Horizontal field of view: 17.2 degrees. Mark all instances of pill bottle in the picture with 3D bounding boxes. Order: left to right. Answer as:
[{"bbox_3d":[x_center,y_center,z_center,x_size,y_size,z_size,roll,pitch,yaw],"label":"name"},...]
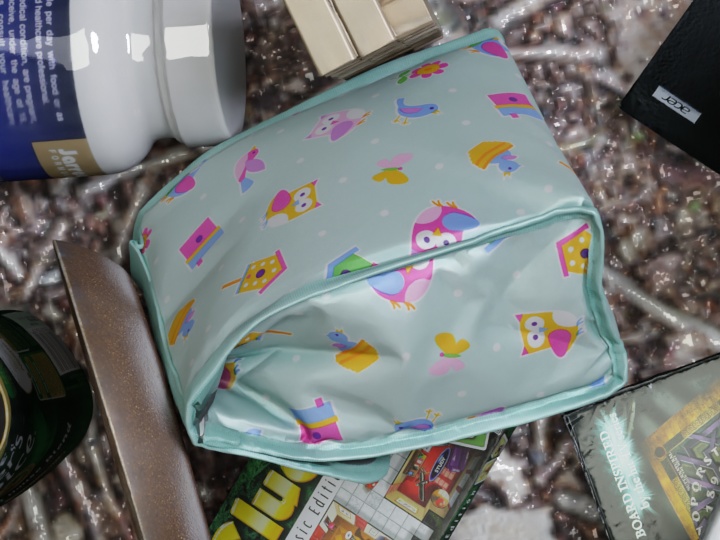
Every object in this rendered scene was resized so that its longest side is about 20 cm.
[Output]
[{"bbox_3d":[-0.159,-0.100,1.129,0.199,0.116,0.116,-4,88,8],"label":"pill bottle"}]

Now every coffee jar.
[{"bbox_3d":[-0.195,0.069,1.087,0.104,0.200,0.085,-38,84,6],"label":"coffee jar"}]

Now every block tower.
[{"bbox_3d":[0.001,-0.120,1.068,0.054,0.200,0.058,-25,94,5],"label":"block tower"}]

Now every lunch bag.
[{"bbox_3d":[0.000,0.000,1.059,0.199,0.171,0.122,-19,125,-2],"label":"lunch bag"}]

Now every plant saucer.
[{"bbox_3d":[-0.099,0.079,1.080,0.032,0.200,0.201,-16,86,-7],"label":"plant saucer"}]

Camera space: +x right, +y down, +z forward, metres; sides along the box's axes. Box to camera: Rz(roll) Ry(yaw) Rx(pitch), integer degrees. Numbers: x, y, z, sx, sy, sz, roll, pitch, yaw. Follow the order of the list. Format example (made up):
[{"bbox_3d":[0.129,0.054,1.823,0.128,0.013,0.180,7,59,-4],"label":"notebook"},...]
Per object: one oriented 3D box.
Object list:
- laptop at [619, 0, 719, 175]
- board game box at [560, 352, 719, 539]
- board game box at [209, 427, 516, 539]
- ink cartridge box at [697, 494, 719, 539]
[{"bbox_3d":[0.254,-0.123,1.114,0.177,0.103,0.200,33,68,-3],"label":"laptop"},{"bbox_3d":[0.191,0.137,1.120,0.135,0.028,0.201,-20,87,7],"label":"board game box"},{"bbox_3d":[-0.017,0.129,1.144,0.105,0.023,0.201,31,93,20],"label":"board game box"},{"bbox_3d":[0.168,0.171,1.035,0.083,0.145,0.201,24,93,9],"label":"ink cartridge box"}]
